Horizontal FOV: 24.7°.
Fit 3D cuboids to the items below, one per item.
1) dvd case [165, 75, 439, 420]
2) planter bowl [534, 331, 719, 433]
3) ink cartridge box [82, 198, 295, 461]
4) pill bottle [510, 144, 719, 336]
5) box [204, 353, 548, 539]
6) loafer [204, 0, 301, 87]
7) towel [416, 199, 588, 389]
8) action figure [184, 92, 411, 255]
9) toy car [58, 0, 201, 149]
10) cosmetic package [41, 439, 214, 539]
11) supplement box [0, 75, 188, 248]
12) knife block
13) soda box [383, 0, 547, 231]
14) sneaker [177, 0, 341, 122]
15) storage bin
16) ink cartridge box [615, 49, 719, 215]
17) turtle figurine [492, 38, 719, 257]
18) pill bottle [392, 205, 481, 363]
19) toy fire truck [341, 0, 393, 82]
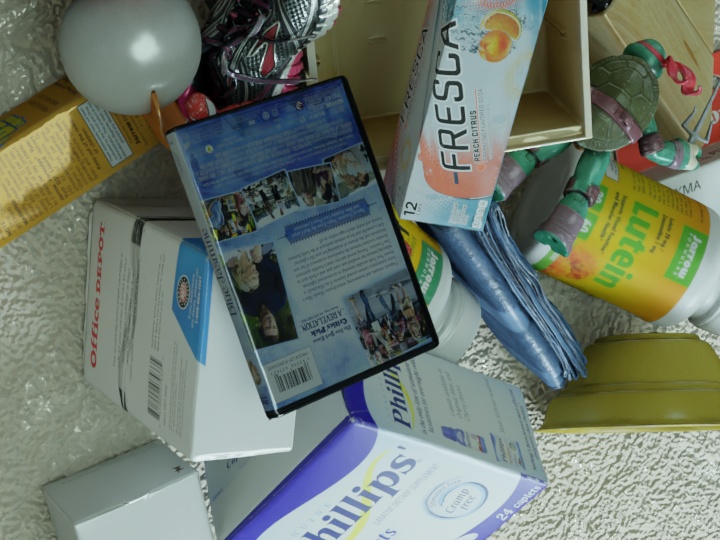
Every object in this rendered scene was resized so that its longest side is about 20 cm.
[{"bbox_3d":[-0.035,-0.019,1.100,0.143,0.018,0.200,-22,93,-33],"label":"dvd case"},{"bbox_3d":[0.251,0.098,1.431,0.200,0.200,0.084,3,83,-29],"label":"planter bowl"},{"bbox_3d":[-0.124,0.035,1.186,0.084,0.200,0.145,-1,104,-32],"label":"ink cartridge box"},{"bbox_3d":[0.237,-0.020,1.389,0.200,0.111,0.111,24,91,-13],"label":"pill bottle"},{"bbox_3d":[0.010,0.156,1.298,0.200,0.105,0.184,21,128,-31],"label":"box"},{"bbox_3d":[-0.070,-0.205,1.234,0.070,0.075,0.200,-43,128,-44],"label":"loafer"},{"bbox_3d":[0.113,0.006,1.354,0.049,0.112,0.200,-41,123,-6],"label":"towel"},{"bbox_3d":[-0.049,-0.058,1.161,0.065,0.052,0.200,-43,115,14],"label":"action figure"},{"bbox_3d":[-0.164,-0.178,1.109,0.184,0.177,0.200,-15,104,-15],"label":"toy car"},{"bbox_3d":[-0.166,0.249,1.287,0.107,0.085,0.200,-19,111,-23],"label":"cosmetic package"},{"bbox_3d":[-0.227,-0.083,1.174,0.200,0.067,0.069,-38,118,-16],"label":"supplement box"},{"bbox_3d":[0.211,-0.202,1.371,0.175,0.064,0.200,0,93,-30],"label":"knife block"},{"bbox_3d":[0.072,-0.131,1.114,0.063,0.068,0.200,8,113,-14],"label":"soda box"},{"bbox_3d":[-0.070,-0.166,1.123,0.075,0.081,0.200,-27,156,-31],"label":"sneaker"},{"bbox_3d":[0.054,-0.188,1.175,0.198,0.094,0.200,-10,116,-8],"label":"storage bin"},{"bbox_3d":[0.322,-0.105,1.486,0.200,0.044,0.174,-21,114,-23],"label":"ink cartridge box"},{"bbox_3d":[0.187,-0.117,1.289,0.200,0.150,0.101,-48,158,-9],"label":"turtle figurine"},{"bbox_3d":[0.000,0.000,1.295,0.200,0.113,0.113,39,84,-31],"label":"pill bottle"},{"bbox_3d":[0.047,-0.227,1.259,0.168,0.112,0.200,-32,117,-18],"label":"toy fire truck"}]
